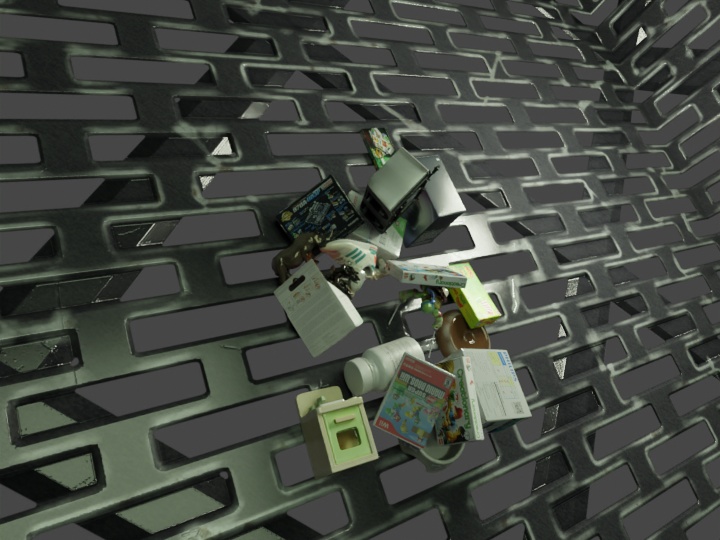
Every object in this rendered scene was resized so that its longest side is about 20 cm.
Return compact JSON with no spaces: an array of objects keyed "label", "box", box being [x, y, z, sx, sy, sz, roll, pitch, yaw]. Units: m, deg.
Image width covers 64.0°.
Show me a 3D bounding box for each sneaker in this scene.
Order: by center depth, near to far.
[{"label":"sneaker","box":[-0.027,-0.030,1.521,0.198,0.070,0.095,7,81,-48]}]

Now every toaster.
[{"label":"toaster","box":[0.097,-0.222,1.584,0.119,0.181,0.200,43,75,4]}]

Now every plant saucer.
[{"label":"plant saucer","box":[0.317,0.204,1.717,0.197,0.037,0.204,14,59,-24]}]

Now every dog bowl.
[{"label":"dog bowl","box":[0.192,0.422,1.515,0.197,0.059,0.203,14,58,-23]}]

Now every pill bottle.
[{"label":"pill bottle","box":[0.061,0.252,1.495,0.197,0.114,0.116,-13,72,-34]}]

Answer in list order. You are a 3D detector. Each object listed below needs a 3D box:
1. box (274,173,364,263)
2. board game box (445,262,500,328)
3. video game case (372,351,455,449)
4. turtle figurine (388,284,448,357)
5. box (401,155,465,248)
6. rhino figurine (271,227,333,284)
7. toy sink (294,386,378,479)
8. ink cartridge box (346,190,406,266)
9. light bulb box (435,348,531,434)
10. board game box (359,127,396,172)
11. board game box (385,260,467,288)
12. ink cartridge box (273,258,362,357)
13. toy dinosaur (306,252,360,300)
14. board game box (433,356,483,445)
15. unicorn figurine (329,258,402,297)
[{"label":"box","box":[-0.111,-0.140,1.577,0.199,0.046,0.160,-37,84,1]},{"label":"board game box","box":[0.333,0.074,1.760,0.100,0.048,0.202,-6,57,-37]},{"label":"video game case","box":[0.133,0.323,1.431,0.141,0.017,0.203,24,94,3]},{"label":"turtle figurine","box":[0.177,0.103,1.667,0.142,0.203,0.194,17,27,13]},{"label":"box","box":[0.187,-0.210,1.760,0.122,0.198,0.203,-13,71,-34]},{"label":"rhino figurine","box":[-0.150,-0.047,1.522,0.199,0.060,0.088,-41,89,-3]},{"label":"toy sink","box":[-0.058,0.369,1.365,0.128,0.112,0.203,-5,67,-32]},{"label":"ink cartridge box","box":[0.022,-0.120,1.688,0.198,0.087,0.147,27,54,-16]},{"label":"light bulb box","box":[0.324,0.325,1.543,0.198,0.125,0.201,9,54,-39]},{"label":"board game box","box":[0.077,-0.381,1.899,0.103,0.023,0.203,-9,69,-35]},{"label":"board game box","box":[0.181,0.010,1.596,0.196,0.126,0.035,6,103,-20]},{"label":"ink cartridge box","box":[-0.109,0.093,1.452,0.202,0.160,0.050,57,28,9]},{"label":"toy dinosaur","box":[-0.083,0.044,1.493,0.200,0.134,0.104,43,43,-46]},{"label":"board game box","box":[0.236,0.330,1.452,0.034,0.125,0.204,10,65,-40]},{"label":"unicorn figurine","box":[0.000,0.000,1.630,0.138,0.074,0.200,47,66,-11]}]
